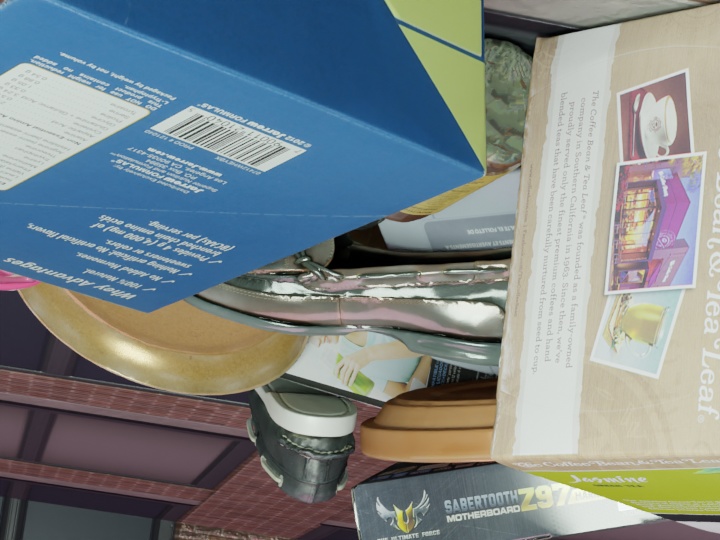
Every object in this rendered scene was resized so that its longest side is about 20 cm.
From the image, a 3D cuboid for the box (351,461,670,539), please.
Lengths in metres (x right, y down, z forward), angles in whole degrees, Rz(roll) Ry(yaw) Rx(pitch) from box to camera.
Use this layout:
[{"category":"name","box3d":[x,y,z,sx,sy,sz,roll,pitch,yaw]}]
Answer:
[{"category":"box","box3d":[0.109,0.126,1.229,0.198,0.051,0.158,-10,179,15]}]

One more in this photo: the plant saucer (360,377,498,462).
[{"category":"plant saucer","box3d":[0.098,0.079,1.160,0.198,0.033,0.200,-4,-178,0]}]

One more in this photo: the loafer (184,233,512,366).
[{"category":"loafer","box3d":[0.000,0.000,1.117,0.198,0.063,0.072,10,-155,7]}]

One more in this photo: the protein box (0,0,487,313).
[{"category":"protein box","box3d":[-0.092,-0.092,0.752,0.198,0.136,0.199,18,153,-39]}]

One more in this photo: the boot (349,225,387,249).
[{"category":"boot","box3d":[0.092,0.008,1.272,0.199,0.073,0.155,-8,161,39]}]

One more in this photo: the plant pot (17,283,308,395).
[{"category":"plant pot","box3d":[-0.123,0.002,1.286,0.198,0.028,0.201,11,138,10]}]

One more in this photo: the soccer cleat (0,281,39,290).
[{"category":"soccer cleat","box3d":[-0.257,-0.042,1.101,0.199,0.070,0.086,20,171,-28]}]

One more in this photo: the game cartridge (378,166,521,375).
[{"category":"game cartridge","box3d":[0.108,-0.003,1.118,0.199,0.134,0.040,-3,-156,38]}]

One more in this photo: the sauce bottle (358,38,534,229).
[{"category":"sauce bottle","box3d":[0.030,-0.061,1.035,0.064,0.065,0.200,12,167,-18]}]

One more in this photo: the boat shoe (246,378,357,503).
[{"category":"boat shoe","box3d":[-0.043,0.101,1.361,0.075,0.061,0.200,7,-172,-3]}]

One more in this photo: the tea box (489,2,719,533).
[{"category":"tea box","box3d":[0.176,0.007,0.943,0.133,0.202,0.196,-6,160,42]}]

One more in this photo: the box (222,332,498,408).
[{"category":"box","box3d":[0.024,0.052,1.351,0.199,0.061,0.116,15,-172,25]}]

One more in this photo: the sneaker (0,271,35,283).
[{"category":"sneaker","box3d":[-0.241,-0.063,1.017,0.199,0.088,0.074,22,162,-18]}]
